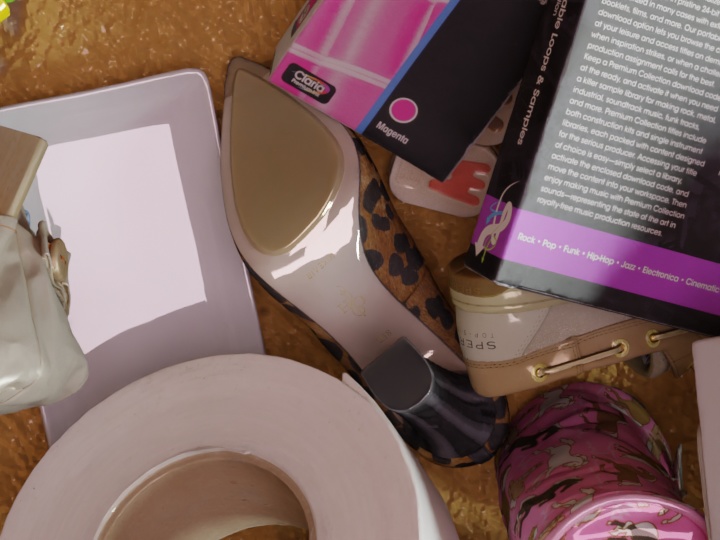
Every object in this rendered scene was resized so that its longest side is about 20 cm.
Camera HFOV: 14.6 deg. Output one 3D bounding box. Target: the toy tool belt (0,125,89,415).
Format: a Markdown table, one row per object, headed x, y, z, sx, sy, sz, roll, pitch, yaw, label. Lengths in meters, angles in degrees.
| x | y | z | sx | sy | sz | roll | pitch | yaw | label |
| --- | --- | --- | --- | --- | --- | --- | --- | --- | --- |
| -0.223 | 0.011 | 1.235 | 0.199 | 0.125 | 0.123 | -10 | 82 | 15 | toy tool belt |

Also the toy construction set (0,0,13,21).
| x | y | z | sx | sy | sz | roll | pitch | yaw | label |
| --- | --- | --- | --- | --- | --- | --- | --- | --- | --- |
| -0.225 | -0.115 | 1.208 | 0.200 | 0.092 | 0.131 | -43 | 65 | 2 | toy construction set |

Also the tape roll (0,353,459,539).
| x | y | z | sx | sy | sz | roll | pitch | yaw | label |
| --- | --- | --- | --- | --- | --- | --- | --- | --- | --- |
| -0.056 | 0.138 | 1.207 | 0.202 | 0.203 | 0.071 | -34 | 143 | 0 | tape roll |

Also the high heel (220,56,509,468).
| x | y | z | sx | sy | sz | roll | pitch | yaw | label |
| --- | --- | --- | --- | --- | --- | --- | --- | --- | --- |
| 0.000 | 0.000 | 1.292 | 0.071 | 0.143 | 0.200 | -31 | 67 | 8 | high heel |

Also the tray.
| x | y | z | sx | sy | sz | roll | pitch | yaw | label |
| --- | --- | --- | --- | --- | --- | --- | --- | --- | --- |
| -0.103 | 0.013 | 1.289 | 0.107 | 0.022 | 0.201 | -12 | 100 | -4 | tray |

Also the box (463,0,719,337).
| x | y | z | sx | sy | sz | roll | pitch | yaw | label |
| --- | --- | --- | --- | --- | --- | --- | --- | --- | --- |
| 0.137 | -0.078 | 1.184 | 0.143 | 0.036 | 0.201 | 14 | 99 | -29 | box |

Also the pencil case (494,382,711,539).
| x | y | z | sx | sy | sz | roll | pitch | yaw | label |
| --- | --- | --- | --- | --- | --- | --- | --- | --- | --- |
| 0.109 | 0.110 | 1.237 | 0.086 | 0.200 | 0.083 | -30 | 100 | 5 | pencil case |

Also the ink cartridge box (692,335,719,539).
| x | y | z | sx | sy | sz | roll | pitch | yaw | label |
| --- | --- | --- | --- | --- | --- | --- | --- | --- | --- |
| 0.257 | 0.091 | 1.147 | 0.199 | 0.147 | 0.145 | -11 | 76 | 28 | ink cartridge box |

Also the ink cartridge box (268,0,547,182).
| x | y | z | sx | sy | sz | roll | pitch | yaw | label |
| --- | --- | --- | --- | --- | --- | --- | --- | --- | --- |
| 0.050 | -0.137 | 1.204 | 0.094 | 0.037 | 0.200 | 29 | 119 | -13 | ink cartridge box |

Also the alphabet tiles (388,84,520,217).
| x | y | z | sx | sy | sz | roll | pitch | yaw | label |
| --- | --- | --- | --- | --- | --- | --- | --- | --- | --- |
| 0.082 | -0.105 | 1.250 | 0.195 | 0.015 | 0.201 | 14 | 123 | -6 | alphabet tiles |

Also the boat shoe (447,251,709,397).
| x | y | z | sx | sy | sz | roll | pitch | yaw | label |
| --- | --- | --- | --- | --- | --- | --- | --- | --- | --- |
| 0.128 | 0.015 | 1.267 | 0.199 | 0.074 | 0.067 | -7 | 105 | -25 | boat shoe |
